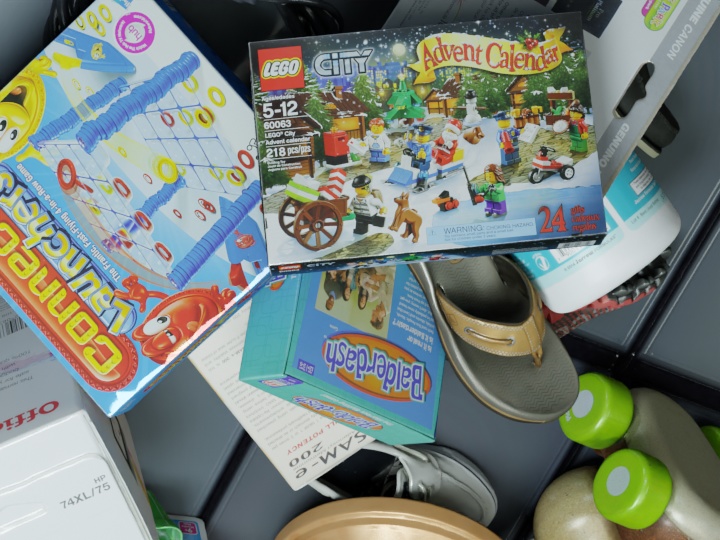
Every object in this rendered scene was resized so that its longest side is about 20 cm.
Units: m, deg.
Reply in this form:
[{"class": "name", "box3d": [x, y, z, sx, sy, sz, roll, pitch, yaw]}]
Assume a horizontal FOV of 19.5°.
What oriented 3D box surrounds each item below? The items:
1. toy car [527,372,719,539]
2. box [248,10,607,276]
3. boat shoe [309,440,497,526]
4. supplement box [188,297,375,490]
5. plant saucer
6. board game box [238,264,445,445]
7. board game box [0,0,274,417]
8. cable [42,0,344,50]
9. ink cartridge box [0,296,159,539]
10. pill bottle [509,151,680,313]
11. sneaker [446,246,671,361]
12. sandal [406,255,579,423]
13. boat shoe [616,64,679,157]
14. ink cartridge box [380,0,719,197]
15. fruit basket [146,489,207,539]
[{"class": "toy car", "box3d": [0.188, 0.201, 1.592, 0.164, 0.158, 0.200, 25, 119, -34]}, {"class": "box", "box3d": [0.038, -0.075, 1.243, 0.200, 0.038, 0.137, -6, 81, -1]}, {"class": "boat shoe", "box3d": [0.023, 0.157, 1.561, 0.200, 0.066, 0.072, 31, 105, -26]}, {"class": "supplement box", "box3d": [-0.080, 0.037, 1.439, 0.074, 0.126, 0.200, -34, 119, 4]}, {"class": "plant saucer", "box3d": [0.026, 0.245, 1.575, 0.200, 0.037, 0.200, 5, 136, 5]}, {"class": "board game box", "box3d": [0.000, 0.000, 1.397, 0.152, 0.045, 0.200, 28, 63, -42]}, {"class": "board game box", "box3d": [-0.145, -0.047, 1.307, 0.196, 0.056, 0.200, -43, 88, 8]}, {"class": "cable", "box3d": [-0.104, -0.147, 1.351, 0.200, 0.051, 0.163, -16, 100, 23]}, {"class": "ink cartridge box", "box3d": [-0.234, 0.126, 1.400, 0.147, 0.200, 0.146, -23, 120, -2]}, {"class": "pill bottle", "box3d": [0.119, -0.079, 1.419, 0.111, 0.111, 0.200, -35, 94, 4]}, {"class": "sneaker", "box3d": [0.132, 0.018, 1.518, 0.200, 0.071, 0.098, -20, 166, -28]}, {"class": "sandal", "box3d": [0.089, 0.018, 1.399, 0.082, 0.055, 0.200, -34, 105, -28]}, {"class": "boat shoe", "box3d": [0.169, -0.163, 1.432, 0.063, 0.074, 0.201, -31, 116, 11]}, {"class": "ink cartridge box", "box3d": [0.114, -0.137, 1.319, 0.176, 0.084, 0.200, 32, 86, 12]}, {"class": "fruit basket", "box3d": [-0.185, 0.233, 1.469, 0.185, 0.200, 0.094, 0, 118, -14]}]
